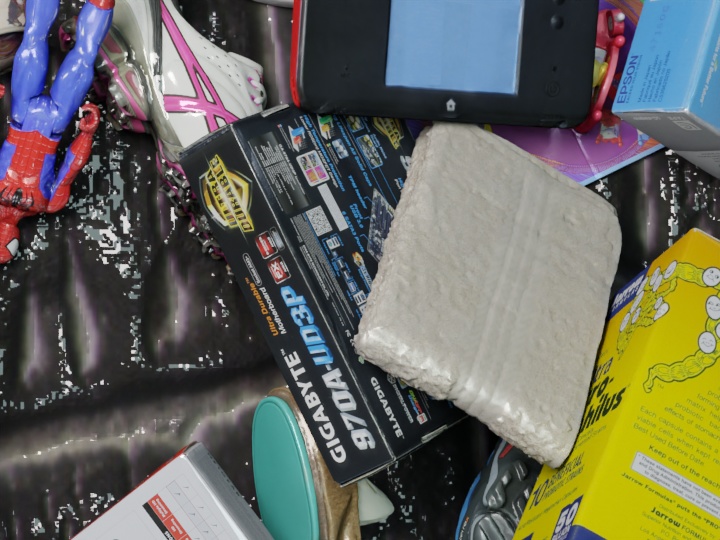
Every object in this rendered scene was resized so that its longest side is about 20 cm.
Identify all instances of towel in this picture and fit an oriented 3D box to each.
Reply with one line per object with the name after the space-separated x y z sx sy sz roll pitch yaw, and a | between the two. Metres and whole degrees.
0.072 0.006 1.360 0.132 0.035 0.201 30 43 -9 | towel

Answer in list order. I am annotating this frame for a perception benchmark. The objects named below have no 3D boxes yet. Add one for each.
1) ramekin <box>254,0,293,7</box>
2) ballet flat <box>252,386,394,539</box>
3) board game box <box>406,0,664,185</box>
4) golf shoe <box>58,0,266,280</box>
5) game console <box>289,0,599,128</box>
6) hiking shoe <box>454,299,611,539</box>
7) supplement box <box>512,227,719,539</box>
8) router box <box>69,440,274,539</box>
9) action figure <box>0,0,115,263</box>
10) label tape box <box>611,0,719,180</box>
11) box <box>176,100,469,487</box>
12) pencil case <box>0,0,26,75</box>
-0.029 -0.259 1.430 0.201 0.094 0.204 2 80 -12 | ramekin
-0.011 0.163 1.384 0.072 0.068 0.202 -5 81 -33 | ballet flat
0.110 -0.128 1.464 0.199 0.039 0.159 -25 87 -15 | board game box
-0.080 -0.079 1.401 0.092 0.073 0.201 -35 89 -16 | golf shoe
0.052 -0.172 1.380 0.199 0.031 0.178 1 90 -32 | game console
0.102 0.100 1.406 0.074 0.087 0.200 38 59 -5 | hiking shoe
0.166 0.100 1.316 0.109 0.109 0.201 29 62 -7 | supplement box
-0.099 0.224 1.326 0.179 0.049 0.200 -37 89 7 | router box
-0.173 -0.092 1.354 0.065 0.052 0.201 13 117 -13 | action figure
0.250 -0.118 1.470 0.199 0.066 0.144 28 73 -39 | label tape box
0.000 0.000 1.369 0.159 0.046 0.201 -26 89 -55 | box
-0.253 -0.198 1.382 0.089 0.078 0.201 -22 86 -29 | pencil case
